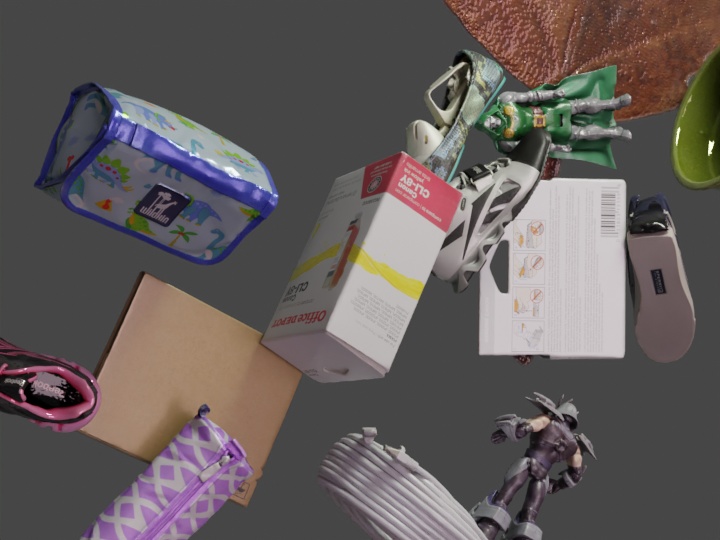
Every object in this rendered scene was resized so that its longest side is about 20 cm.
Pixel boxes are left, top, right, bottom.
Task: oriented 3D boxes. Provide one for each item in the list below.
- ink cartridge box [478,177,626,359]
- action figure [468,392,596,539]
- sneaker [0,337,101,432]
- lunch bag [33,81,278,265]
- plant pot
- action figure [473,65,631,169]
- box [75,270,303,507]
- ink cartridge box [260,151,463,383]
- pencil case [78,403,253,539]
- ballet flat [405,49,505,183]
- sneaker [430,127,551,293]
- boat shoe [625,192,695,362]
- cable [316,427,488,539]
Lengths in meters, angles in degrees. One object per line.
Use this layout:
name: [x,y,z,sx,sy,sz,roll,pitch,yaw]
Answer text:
ink cartridge box: [0.212,-0.002,1.501,0.171,0.044,0.204,1,89,-8]
action figure: [0.188,0.223,1.473,0.130,0.069,0.201,39,68,-15]
sneaker: [-0.321,0.093,1.178,0.197,0.095,0.080,15,85,-18]
lunch bag: [-0.182,-0.088,1.201,0.168,0.199,0.129,24,78,-26]
plant pot: [0.497,-0.154,1.547,0.188,0.200,0.203,21,79,-18]
action figure: [0.214,-0.168,1.501,0.197,0.055,0.120,-6,95,-24]
box: [-0.163,0.118,1.307,0.198,0.021,0.165,29,76,-25]
ink cartridge box: [0.000,0.000,1.316,0.083,0.145,0.202,32,68,-23]
pencil case: [-0.184,0.227,1.243,0.200,0.085,0.084,-47,113,-9]
ballet flat: [0.085,-0.153,1.423,0.074,0.074,0.202,39,63,-22]
sneaker: [0.128,-0.083,1.430,0.088,0.074,0.201,36,84,-8]
boat shoe: [0.351,0.004,1.559,0.093,0.073,0.202,-75,157,-52]
cable: [0.044,0.243,1.318,0.200,0.200,0.069,42,76,-2]
